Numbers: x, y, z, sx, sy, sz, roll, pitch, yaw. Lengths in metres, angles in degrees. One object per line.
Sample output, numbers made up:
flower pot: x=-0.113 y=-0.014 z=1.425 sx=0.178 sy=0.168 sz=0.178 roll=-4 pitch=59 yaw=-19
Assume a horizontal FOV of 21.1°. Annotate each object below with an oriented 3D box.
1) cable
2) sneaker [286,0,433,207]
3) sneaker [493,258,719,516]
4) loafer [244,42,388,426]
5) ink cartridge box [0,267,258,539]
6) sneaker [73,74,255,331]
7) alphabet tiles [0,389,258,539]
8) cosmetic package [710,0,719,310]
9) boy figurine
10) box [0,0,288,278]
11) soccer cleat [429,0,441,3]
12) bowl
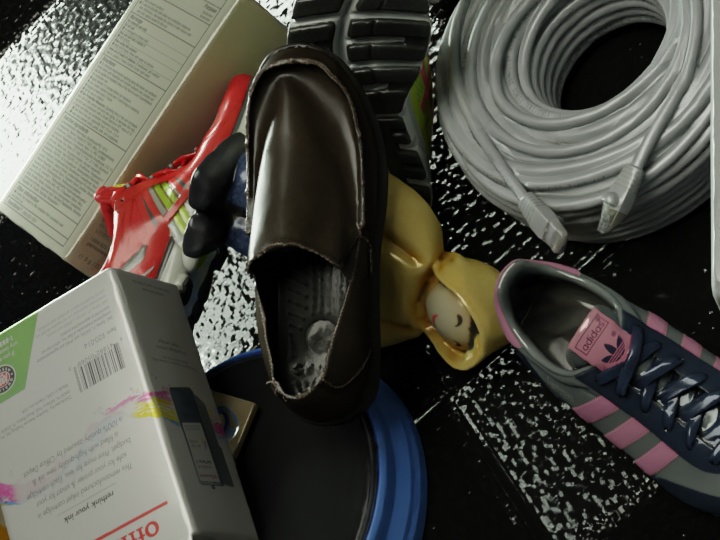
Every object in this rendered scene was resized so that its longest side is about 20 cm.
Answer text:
cable: x=0.135 y=-0.114 z=1.054 sx=0.200 sy=0.069 sz=0.200 roll=-49 pitch=46 yaw=4
sneaker: x=0.004 y=-0.120 z=1.084 sx=0.077 sy=0.201 sz=0.091 roll=2 pitch=40 yaw=5
sneaker: x=0.140 y=0.058 z=0.948 sx=0.199 sy=0.082 sz=0.070 roll=31 pitch=84 yaw=39
loafer: x=-0.024 y=-0.020 z=0.999 sx=0.072 sy=0.071 sz=0.202 roll=-8 pitch=86 yaw=14
ink cartridge box: x=-0.132 y=0.116 z=1.051 sx=0.117 sy=0.067 sz=0.202 roll=-29 pitch=66 yaw=22
sneaker: x=-0.115 y=-0.041 z=1.155 sx=0.084 sy=0.077 sz=0.201 roll=22 pitch=69 yaw=10
alphabet tiles: x=-0.156 y=0.152 z=1.116 sx=0.166 sy=0.008 sz=0.202 roll=12 pitch=75 yaw=40
cosmetic package: x=0.245 y=-0.029 z=0.822 sx=0.163 sy=0.200 sz=0.166 roll=-6 pitch=62 yaw=21
boy figurine: x=0.000 y=0.000 z=1.070 sx=0.199 sy=0.125 sz=0.064 roll=27 pitch=38 yaw=16
box: x=-0.132 y=-0.091 z=1.231 sx=0.095 sy=0.078 sz=0.201 roll=34 pitch=88 yaw=43
soccer cleat: x=0.040 y=-0.187 z=1.107 sx=0.068 sy=0.200 sz=0.086 roll=34 pitch=102 yaw=-2
bowl: x=-0.056 y=0.135 z=1.081 sx=0.199 sy=0.039 sz=0.202 roll=-17 pitch=57 yaw=28
